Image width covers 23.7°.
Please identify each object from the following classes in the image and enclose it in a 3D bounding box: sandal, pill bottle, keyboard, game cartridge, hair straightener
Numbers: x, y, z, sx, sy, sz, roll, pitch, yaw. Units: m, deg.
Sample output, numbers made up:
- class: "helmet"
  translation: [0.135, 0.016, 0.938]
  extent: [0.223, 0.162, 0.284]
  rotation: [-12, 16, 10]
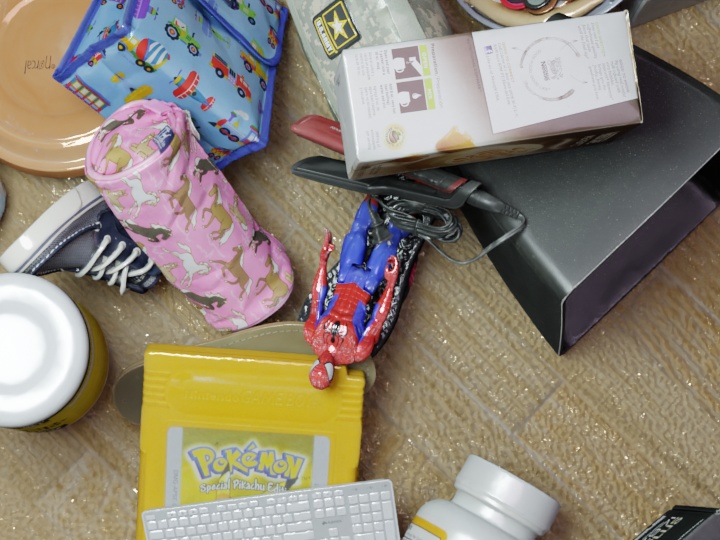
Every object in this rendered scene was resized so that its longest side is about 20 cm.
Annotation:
- class: "sandal"
  translation: [-0.093, 0.075, 1.387]
  extent: [0.210, 0.070, 0.078]
  rotation: [-9, 106, 3]
- class: "pill bottle"
  translation: [0.074, 0.252, 1.348]
  extent: [0.112, 0.113, 0.201]
  rotation: [29, 83, 2]
- class: "keyboard"
  translation: [-0.070, 0.202, 1.350]
  extent: [0.198, 0.011, 0.057]
  rotation: [-8, 104, 2]
- class: "sandal"
  translation: [0.014, -0.001, 1.407]
  extent: [0.075, 0.045, 0.201]
  rotation: [29, 91, 11]
- class: "game cartridge"
  translation: [-0.089, 0.162, 1.359]
  extent: [0.175, 0.032, 0.202]
  rotation: [4, 107, -1]
- class: "hair straightener"
  translation: [0.033, -0.055, 1.296]
  extent: [0.199, 0.041, 0.078]
  rotation: [19, 123, 24]
- class: "pill bottle"
  translation: [-0.252, 0.067, 1.316]
  extent: [0.111, 0.200, 0.113]
  rotation: [0, 83, -1]

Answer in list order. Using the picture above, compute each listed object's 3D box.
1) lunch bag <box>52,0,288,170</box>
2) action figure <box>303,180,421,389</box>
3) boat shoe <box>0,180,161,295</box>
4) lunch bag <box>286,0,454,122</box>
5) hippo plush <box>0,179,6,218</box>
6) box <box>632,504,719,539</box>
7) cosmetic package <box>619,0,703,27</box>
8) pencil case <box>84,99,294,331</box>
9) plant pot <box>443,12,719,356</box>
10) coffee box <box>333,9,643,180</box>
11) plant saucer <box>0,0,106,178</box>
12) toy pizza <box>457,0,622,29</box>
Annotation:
- class: "lunch bag"
  translation: [-0.136, -0.195, 1.370]
  extent: [0.150, 0.094, 0.201]
  rotation: [38, 45, -28]
- class: "action figure"
  translation: [0.000, 0.000, 1.334]
  extent: [0.065, 0.052, 0.201]
  rotation: [17, 72, 9]
- class: "boat shoe"
  translation: [-0.199, -0.018, 1.340]
  extent: [0.075, 0.200, 0.093]
  rotation: [-40, 92, 28]
- class: "lunch bag"
  translation: [0.011, -0.190, 1.357]
  extent: [0.117, 0.200, 0.165]
  rotation: [-24, 85, -5]
- class: "hippo plush"
  translation: [-0.387, -0.038, 1.376]
  extent: [0.159, 0.160, 0.201]
  rotation: [6, 127, 17]
- class: "box"
  translation: [0.212, 0.276, 1.324]
  extent: [0.200, 0.164, 0.086]
  rotation: [-39, 85, -5]
- class: "cosmetic package"
  translation: [0.314, -0.269, 1.435]
  extent: [0.199, 0.083, 0.051]
  rotation: [-21, 84, -5]
- class: "pencil case"
  translation: [-0.129, -0.039, 1.328]
  extent: [0.086, 0.200, 0.083]
  rotation: [-16, 43, 21]
- class: "plant pot"
  translation: [0.170, -0.081, 1.360]
  extent: [0.200, 0.200, 0.178]
  rotation: [-42, 75, -6]
- class: "coffee box"
  translation: [0.086, -0.121, 1.205]
  extent: [0.198, 0.114, 0.080]
  rotation: [-9, 88, -4]
- class: "plant saucer"
  translation: [-0.243, -0.175, 1.411]
  extent: [0.198, 0.032, 0.202]
  rotation: [-2, 72, 6]
- class: "toy pizza"
  translation: [0.156, -0.288, 1.413]
  extent: [0.199, 0.032, 0.202]
  rotation: [-9, 67, 23]
